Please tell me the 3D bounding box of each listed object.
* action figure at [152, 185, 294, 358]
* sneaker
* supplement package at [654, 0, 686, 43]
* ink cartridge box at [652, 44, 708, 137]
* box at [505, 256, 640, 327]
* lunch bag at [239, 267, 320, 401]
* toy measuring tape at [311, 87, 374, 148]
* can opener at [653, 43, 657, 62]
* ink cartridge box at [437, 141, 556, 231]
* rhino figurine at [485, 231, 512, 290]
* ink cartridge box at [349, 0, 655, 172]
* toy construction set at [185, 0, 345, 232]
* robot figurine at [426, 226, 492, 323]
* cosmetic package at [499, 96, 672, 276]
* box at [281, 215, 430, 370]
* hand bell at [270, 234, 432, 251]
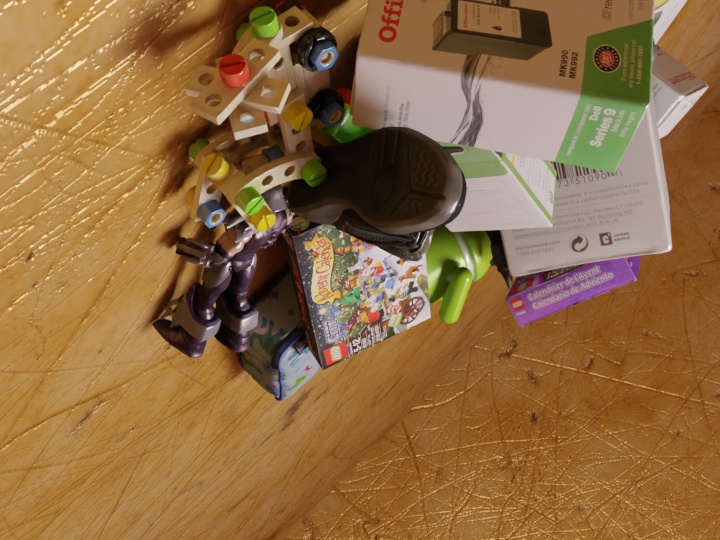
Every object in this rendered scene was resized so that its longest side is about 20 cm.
[{"bbox_3d":[-0.113,-0.010,0.816,0.130,0.069,0.201,-19,145,-48],"label":"action figure"},{"bbox_3d":[0.037,-0.054,0.702,0.199,0.114,0.077,1,-103,59],"label":"sneaker"},{"bbox_3d":[0.217,-0.282,0.880,0.200,0.151,0.152,-33,160,-44],"label":"supplement package"},{"bbox_3d":[0.302,-0.244,1.119,0.146,0.200,0.083,-25,154,-55],"label":"ink cartridge box"},{"bbox_3d":[0.250,-0.013,1.059,0.136,0.039,0.200,-26,-171,26],"label":"box"},{"bbox_3d":[-0.065,0.062,1.102,0.161,0.082,0.200,-45,166,-22],"label":"lunch bag"},{"bbox_3d":[-0.001,-0.105,0.818,0.074,0.074,0.200,-49,145,5],"label":"toy measuring tape"},{"bbox_3d":[0.157,-0.151,0.797,0.200,0.067,0.053,-32,142,34],"label":"can opener"},{"bbox_3d":[0.091,-0.095,0.798,0.200,0.103,0.060,34,60,-57],"label":"ink cartridge box"},{"bbox_3d":[0.160,-0.076,1.105,0.059,0.201,0.087,-13,179,9],"label":"rhino figurine"},{"bbox_3d":[0.101,-0.167,0.670,0.084,0.199,0.147,96,5,-64],"label":"ink cartridge box"},{"bbox_3d":[-0.072,-0.108,0.645,0.131,0.092,0.200,-35,168,-15],"label":"toy construction set"},{"bbox_3d":[0.079,-0.017,1.181,0.199,0.176,0.116,-26,129,-8],"label":"robot figurine"},{"bbox_3d":[0.231,-0.113,0.981,0.164,0.166,0.200,-9,-163,21],"label":"cosmetic package"},{"bbox_3d":[0.000,0.000,0.943,0.136,0.038,0.201,-26,138,-15],"label":"box"},{"bbox_3d":[-0.024,-0.042,0.991,0.199,0.104,0.104,-9,141,-47],"label":"hand bell"}]
